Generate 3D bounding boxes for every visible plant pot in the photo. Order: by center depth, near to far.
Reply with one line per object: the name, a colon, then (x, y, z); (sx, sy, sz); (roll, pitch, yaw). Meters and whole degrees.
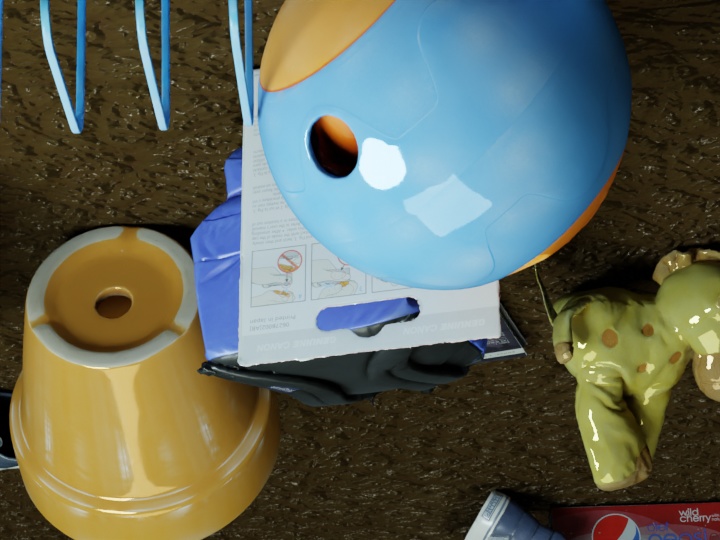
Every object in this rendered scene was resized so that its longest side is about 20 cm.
plant pot: (-0.165, 0.071, 1.623); (0.199, 0.201, 0.184); (-3, 142, 3)

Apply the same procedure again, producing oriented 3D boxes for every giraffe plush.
giraffe plush: (0.230, 0.051, 1.674); (0.161, 0.173, 0.201); (-16, 121, 7)

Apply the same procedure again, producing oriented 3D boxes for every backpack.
backpack: (0.000, 0.000, 1.462); (0.162, 0.169, 0.200); (-7, 163, 20)

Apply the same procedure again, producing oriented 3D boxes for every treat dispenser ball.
treat dispenser ball: (0.044, -0.090, 1.199); (0.200, 0.202, 0.201); (-2, 158, -1)

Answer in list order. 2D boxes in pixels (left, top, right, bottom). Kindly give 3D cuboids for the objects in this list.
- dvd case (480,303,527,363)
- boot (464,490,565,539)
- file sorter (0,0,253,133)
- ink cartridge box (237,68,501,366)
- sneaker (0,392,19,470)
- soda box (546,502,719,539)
dvd case: (0.038, 0.039, 1.762); (0.148, 0.016, 0.200); (-9, 156, 14)
boot: (0.146, 0.293, 2.279); (0.090, 0.073, 0.200); (30, 158, 7)
file sorter: (-0.152, -0.145, 1.154); (0.199, 0.123, 0.139); (-3, 158, 0)
ink cartridge box: (0.009, -0.036, 1.330); (0.160, 0.201, 0.050); (-7, 155, 14)
sneaker: (-0.333, 0.140, 1.907); (0.199, 0.075, 0.085); (-13, 159, 1)
soda box: (0.292, 0.279, 2.299); (0.199, 0.070, 0.063); (-1, 157, 0)
